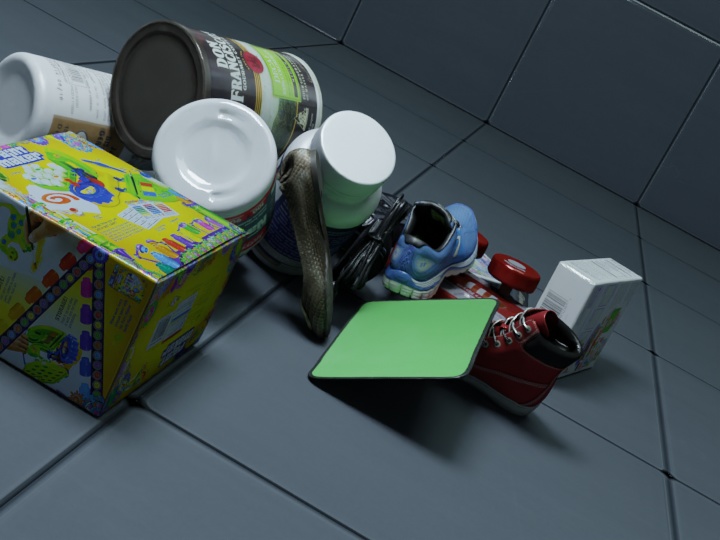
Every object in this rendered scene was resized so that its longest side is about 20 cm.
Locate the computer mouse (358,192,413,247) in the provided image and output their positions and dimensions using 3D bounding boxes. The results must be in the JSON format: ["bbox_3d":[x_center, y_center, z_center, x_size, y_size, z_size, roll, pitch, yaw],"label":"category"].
[{"bbox_3d":[0.005,-0.071,1.435,0.199,0.053,0.139,10,26,-44],"label":"computer mouse"}]

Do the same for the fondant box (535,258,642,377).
[{"bbox_3d":[0.284,0.061,1.437,0.058,0.145,0.199,34,18,26],"label":"fondant box"}]

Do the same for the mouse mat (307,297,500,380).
[{"bbox_3d":[0.049,0.067,1.113,0.159,0.008,0.200,-2,21,19],"label":"mouse mat"}]

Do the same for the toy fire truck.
[{"bbox_3d":[0.115,0.018,1.353,0.199,0.113,0.167,35,17,25],"label":"toy fire truck"}]

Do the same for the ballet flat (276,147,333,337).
[{"bbox_3d":[-0.056,-0.026,1.133,0.046,0.202,0.067,-5,19,2],"label":"ballet flat"}]

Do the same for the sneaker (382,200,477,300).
[{"bbox_3d":[0.094,-0.040,1.274,0.078,0.090,0.200,23,30,14],"label":"sneaker"}]

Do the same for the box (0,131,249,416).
[{"bbox_3d":[-0.226,-0.009,0.900,0.192,0.123,0.200,30,18,7],"label":"box"}]

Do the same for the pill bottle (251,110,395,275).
[{"bbox_3d":[-0.045,-0.087,1.228,0.119,0.200,0.121,12,61,-23],"label":"pill bottle"}]

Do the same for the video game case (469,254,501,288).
[{"bbox_3d":[0.139,-0.026,1.631,0.199,0.018,0.143,15,26,-51],"label":"video game case"}]

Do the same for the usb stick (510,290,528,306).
[{"bbox_3d":[0.214,0.049,1.534,0.056,0.032,0.200,63,15,-9],"label":"usb stick"}]

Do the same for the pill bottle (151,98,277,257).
[{"bbox_3d":[-0.145,-0.080,1.117,0.119,0.120,0.200,29,-17,4],"label":"pill bottle"}]

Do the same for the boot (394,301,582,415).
[{"bbox_3d":[0.134,0.064,1.188,0.199,0.145,0.073,27,50,-1],"label":"boot"}]

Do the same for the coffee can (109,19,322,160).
[{"bbox_3d":[-0.159,-0.189,1.236,0.146,0.147,0.199,37,20,30],"label":"coffee can"}]

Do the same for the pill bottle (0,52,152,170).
[{"bbox_3d":[-0.311,-0.170,1.245,0.199,0.115,0.114,6,27,-50],"label":"pill bottle"}]

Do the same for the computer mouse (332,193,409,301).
[{"bbox_3d":[0.000,0.000,1.272,0.046,0.141,0.200,38,-22,-4],"label":"computer mouse"}]

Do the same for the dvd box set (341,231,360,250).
[{"bbox_3d":[-0.022,-0.075,1.556,0.145,0.030,0.200,27,17,-2],"label":"dvd box set"}]
